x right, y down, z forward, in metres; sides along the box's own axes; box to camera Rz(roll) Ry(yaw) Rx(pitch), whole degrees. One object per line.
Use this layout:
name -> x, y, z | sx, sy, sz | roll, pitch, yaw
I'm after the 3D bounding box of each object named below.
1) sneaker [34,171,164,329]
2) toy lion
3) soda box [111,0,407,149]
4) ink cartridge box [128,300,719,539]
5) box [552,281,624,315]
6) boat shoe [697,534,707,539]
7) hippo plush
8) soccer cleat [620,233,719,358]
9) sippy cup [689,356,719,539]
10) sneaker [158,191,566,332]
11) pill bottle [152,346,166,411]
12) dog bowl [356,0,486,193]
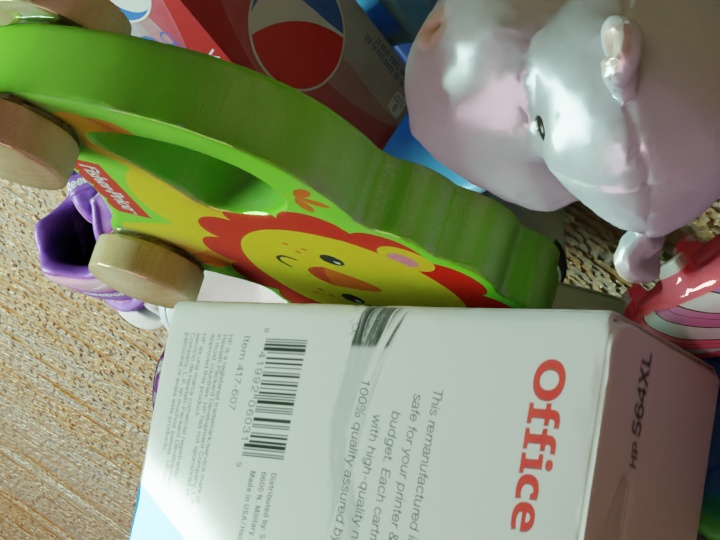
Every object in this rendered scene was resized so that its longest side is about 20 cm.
sneaker -> -0.094, -0.046, 0.833 | 0.088, 0.081, 0.200 | 14, 135, -38
toy lion -> -0.025, -0.022, 0.611 | 0.190, 0.069, 0.200 | 14, 164, 21
soda box -> -0.064, -0.117, 0.668 | 0.063, 0.070, 0.200 | 0, 139, 49
ink cartridge box -> 0.015, 0.092, 0.603 | 0.198, 0.148, 0.084 | 1, 165, 39
box -> 0.054, 0.100, 0.811 | 0.199, 0.110, 0.127 | -31, 155, 29
boat shoe -> 0.137, 0.123, 0.942 | 0.199, 0.071, 0.072 | 35, 154, 4
hippo plush -> 0.106, -0.068, 0.570 | 0.198, 0.162, 0.160 | 16, 148, 31
soccer cleat -> 0.161, 0.002, 0.551 | 0.077, 0.067, 0.200 | 54, 141, -2
sippy cup -> 0.196, 0.069, 0.615 | 0.130, 0.139, 0.178 | 39, -163, -30
sneaker -> 0.000, 0.000, 0.787 | 0.198, 0.071, 0.074 | -16, 120, 4
pill bottle -> -0.068, 0.076, 1.012 | 0.112, 0.113, 0.200 | 37, 173, -7
dog bowl -> 0.006, -0.110, 0.734 | 0.111, 0.050, 0.200 | -6, 134, 51
